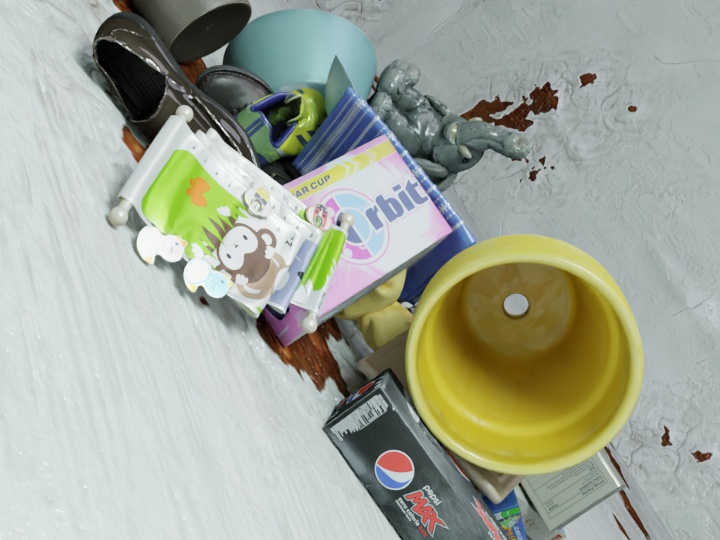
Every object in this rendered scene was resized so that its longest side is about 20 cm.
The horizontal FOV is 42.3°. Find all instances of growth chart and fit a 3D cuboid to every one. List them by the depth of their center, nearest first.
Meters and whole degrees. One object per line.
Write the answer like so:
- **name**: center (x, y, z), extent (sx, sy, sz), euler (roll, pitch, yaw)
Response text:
- **growth chart**: center (-0.094, -0.035, 0.731), extent (0.199, 0.018, 0.146), euler (34, 51, -27)

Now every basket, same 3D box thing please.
- **basket**: center (-0.219, -0.355, 1.065), extent (0.202, 0.135, 0.180), euler (59, 16, 5)

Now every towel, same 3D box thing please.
- **towel**: center (0.020, -0.071, 0.950), extent (0.201, 0.145, 0.024), euler (50, 54, 2)

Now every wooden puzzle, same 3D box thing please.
- **wooden puzzle**: center (0.109, 0.126, 0.929), extent (0.185, 0.037, 0.199), euler (43, 36, 17)

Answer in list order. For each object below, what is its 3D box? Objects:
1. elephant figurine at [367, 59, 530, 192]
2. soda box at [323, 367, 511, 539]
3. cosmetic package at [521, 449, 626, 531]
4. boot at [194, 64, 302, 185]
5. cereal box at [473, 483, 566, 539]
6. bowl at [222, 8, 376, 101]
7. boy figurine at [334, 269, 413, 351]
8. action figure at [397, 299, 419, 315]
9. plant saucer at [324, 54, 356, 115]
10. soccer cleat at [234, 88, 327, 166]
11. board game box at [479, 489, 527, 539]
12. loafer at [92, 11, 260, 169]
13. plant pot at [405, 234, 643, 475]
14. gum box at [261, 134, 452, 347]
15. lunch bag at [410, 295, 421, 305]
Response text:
- **elephant figurine**: center (0.095, -0.167, 1.205), extent (0.198, 0.143, 0.156), euler (26, 22, -11)
- **soda box**: center (0.054, 0.189, 0.802), extent (0.201, 0.063, 0.071), euler (55, 12, -1)
- **cosmetic package**: center (0.224, 0.201, 1.135), extent (0.202, 0.103, 0.073), euler (60, 13, 22)
- **boot**: center (-0.105, -0.123, 1.034), extent (0.199, 0.069, 0.175), euler (39, 27, -31)
- **cereal box**: center (0.176, 0.249, 1.163), extent (0.200, 0.039, 0.145), euler (45, 16, -41)
- **bowl**: center (-0.074, -0.215, 1.163), extent (0.201, 0.198, 0.107), euler (39, 39, -50)
- **boy figurine**: center (0.000, 0.000, 0.959), extent (0.202, 0.123, 0.065), euler (58, 24, -10)
- **action figure**: center (0.037, 0.044, 1.088), extent (0.130, 0.069, 0.200), euler (41, -8, 40)
- **plant saucer**: center (0.001, -0.136, 1.028), extent (0.201, 0.038, 0.203), euler (-90, 154, -83)
- **soccer cleat**: center (-0.074, -0.159, 0.981), extent (0.065, 0.083, 0.200), euler (51, 33, -3)
- **board game box**: center (0.132, 0.195, 0.993), extent (0.136, 0.034, 0.202), euler (70, 5, -48)
- **loafer**: center (-0.170, -0.132, 0.818), extent (0.200, 0.073, 0.071), euler (48, 23, -9)
- **plant pot**: center (0.148, 0.056, 0.861), extent (0.202, 0.200, 0.189), euler (52, 16, -7)
- **gum box**: center (-0.025, -0.029, 0.844), extent (0.199, 0.066, 0.114), euler (-32, 84, -37)
- **lunch bag**: center (0.045, -0.043, 1.173), extent (0.169, 0.125, 0.200), euler (33, 8, -12)
